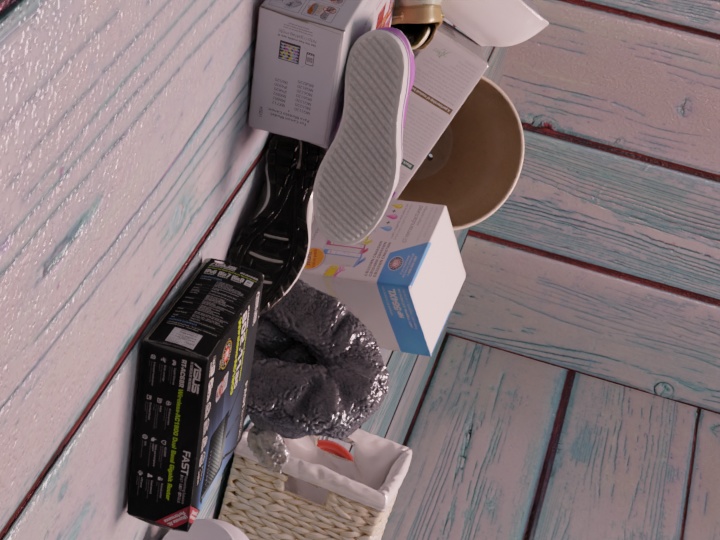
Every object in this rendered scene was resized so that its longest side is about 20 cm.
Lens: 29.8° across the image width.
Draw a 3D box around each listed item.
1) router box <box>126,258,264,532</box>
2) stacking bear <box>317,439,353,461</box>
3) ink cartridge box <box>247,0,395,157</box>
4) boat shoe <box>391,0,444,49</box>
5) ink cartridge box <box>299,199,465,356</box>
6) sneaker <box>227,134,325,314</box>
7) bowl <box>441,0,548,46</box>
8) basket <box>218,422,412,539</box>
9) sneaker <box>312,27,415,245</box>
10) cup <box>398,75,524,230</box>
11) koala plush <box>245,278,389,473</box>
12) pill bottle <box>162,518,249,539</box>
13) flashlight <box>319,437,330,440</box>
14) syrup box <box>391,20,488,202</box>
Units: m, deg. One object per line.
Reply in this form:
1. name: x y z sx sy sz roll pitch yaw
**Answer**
1. router box: -0.148 0.112 1.222 0.150 0.062 0.200 -63 166 -58
2. stacking bear: -0.071 0.323 1.965 0.114 0.121 0.200 -44 171 -23
3. ink cartridge box: -0.033 -0.214 1.292 0.200 0.084 0.176 -64 168 -47
4. boat shoe: 0.048 -0.265 1.427 0.200 0.074 0.067 125 -37 -85
5. ink cartridge box: 0.000 0.000 1.570 0.125 0.200 0.129 70 36 -46
6. sneaker: -0.078 -0.046 1.361 0.079 0.074 0.201 95 13 -73
7. bowl: 0.106 -0.342 1.557 0.075 0.200 0.200 -46 -146 17
8. basket: -0.060 0.281 1.668 0.200 0.198 0.161 -42 152 -75
9. sneaker: 0.014 -0.126 1.259 0.114 0.072 0.201 -54 161 -74
10. cup: 0.089 -0.158 1.711 0.143 0.200 0.201 -144 -112 -73
11. koala plush: -0.073 0.124 1.441 0.200 0.183 0.178 115 -4 -64
12. pill bottle: -0.156 0.320 1.391 0.200 0.112 0.112 88 20 -64
13. flashlight: -0.041 0.163 1.988 0.068 0.068 0.200 48 58 -68
14. syrup box: 0.056 -0.186 1.550 0.200 0.081 0.079 -54 -164 20
